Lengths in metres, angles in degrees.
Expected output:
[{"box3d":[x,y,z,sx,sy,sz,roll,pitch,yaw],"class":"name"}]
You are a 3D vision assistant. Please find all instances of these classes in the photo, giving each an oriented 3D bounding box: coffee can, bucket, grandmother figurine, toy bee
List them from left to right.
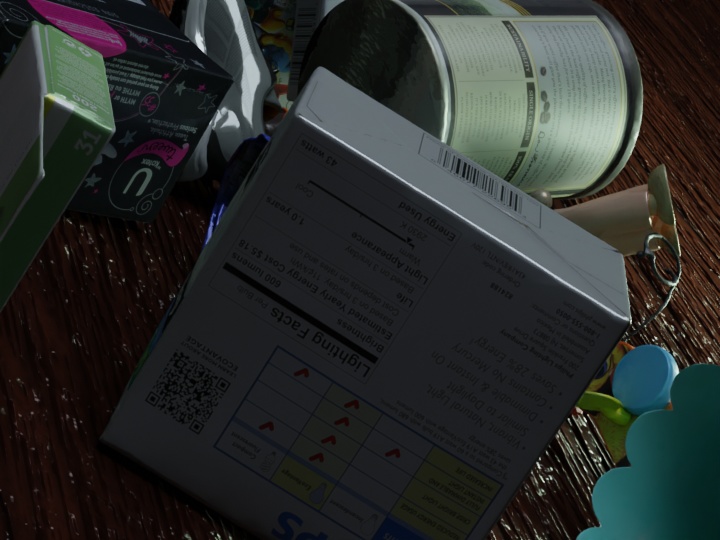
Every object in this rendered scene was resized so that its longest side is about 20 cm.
[{"box3d":[0.077,-0.118,1.626,0.199,0.147,0.146,-5,40,-43],"class":"coffee can"},{"box3d":[0.122,-0.019,1.647,0.061,0.199,0.122,-93,170,-47],"class":"grandmother figurine"},{"box3d":[0.185,0.092,1.580,0.131,0.108,0.201,45,33,-25],"class":"toy bee"},{"box3d":[0.237,0.146,1.337,0.135,0.207,0.207,37,16,-16],"class":"bucket"}]

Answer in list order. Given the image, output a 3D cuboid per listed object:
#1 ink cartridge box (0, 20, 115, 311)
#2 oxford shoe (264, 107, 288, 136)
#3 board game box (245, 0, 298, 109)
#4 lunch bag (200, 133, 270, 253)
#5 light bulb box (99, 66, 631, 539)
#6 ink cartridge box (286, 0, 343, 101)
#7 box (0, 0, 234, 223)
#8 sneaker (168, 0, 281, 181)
[{"box3d":[-0.174,-0.022,1.143,0.048,0.146,0.200,27,19,-22],"class":"ink cartridge box"},{"box3d":[-0.054,-0.096,1.666,0.199,0.073,0.071,25,20,-23],"class":"oxford shoe"},{"box3d":[-0.043,-0.148,1.733,0.199,0.127,0.035,20,10,-34],"class":"board game box"},{"box3d":[-0.003,0.013,1.395,0.169,0.124,0.200,25,27,-21],"class":"lunch bag"},{"box3d":[0.004,0.039,1.205,0.198,0.201,0.125,32,16,-4],"class":"light bulb box"},{"box3d":[0.043,-0.210,1.722,0.199,0.201,0.040,6,1,-37],"class":"ink cartridge box"},{"box3d":[-0.201,-0.118,1.403,0.132,0.115,0.199,43,19,33],"class":"box"},{"box3d":[-0.094,-0.142,1.604,0.079,0.074,0.201,8,57,-15],"class":"sneaker"}]
